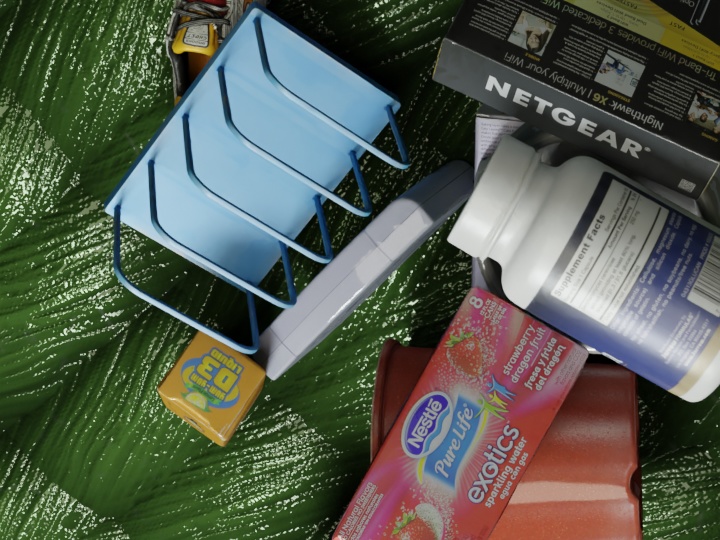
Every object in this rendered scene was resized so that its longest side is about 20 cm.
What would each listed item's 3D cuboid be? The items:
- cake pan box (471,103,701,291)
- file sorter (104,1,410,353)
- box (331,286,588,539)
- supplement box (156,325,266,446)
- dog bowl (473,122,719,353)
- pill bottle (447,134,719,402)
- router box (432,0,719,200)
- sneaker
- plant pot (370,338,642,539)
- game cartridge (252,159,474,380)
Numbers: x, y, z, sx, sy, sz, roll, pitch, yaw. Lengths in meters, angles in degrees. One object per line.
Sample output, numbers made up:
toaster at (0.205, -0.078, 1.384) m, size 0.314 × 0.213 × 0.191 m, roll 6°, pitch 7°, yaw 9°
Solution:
cake pan box at (0.183, -0.032, 1.203) m, size 0.199 × 0.052 × 0.185 m, roll 5°, pitch 118°, yaw 16°
file sorter at (-0.075, -0.061, 1.171) m, size 0.138 × 0.123 × 0.200 m, roll 30°, pitch 112°, yaw -25°
box at (0.069, 0.120, 1.109) m, size 0.095 × 0.100 × 0.201 m, roll 29°, pitch 87°, yaw 5°
supplement box at (-0.118, 0.096, 1.282) m, size 0.066 × 0.200 × 0.069 m, roll 35°, pitch 83°, yaw 0°
dog bowl at (0.171, -0.030, 1.146) m, size 0.199 × 0.059 × 0.201 m, roll 7°, pitch 117°, yaw 14°
pill bottle at (0.163, -0.007, 1.063) m, size 0.199 × 0.111 × 0.111 m, roll 30°, pitch 120°, yaw 2°
router box at (0.170, -0.159, 1.083) m, size 0.199 × 0.158 × 0.052 m, roll 26°, pitch 153°, yaw 6°
sneaker at (-0.104, -0.197, 1.200) m, size 0.077 × 0.082 × 0.201 m, roll 9°, pitch 117°, yaw 14°
plant pot at (0.120, 0.150, 1.239) m, size 0.194 × 0.201 × 0.202 m, roll -2°, pitch 114°, yaw 11°
game cartridge at (0.000, 0.000, 1.230) m, size 0.040 × 0.133 × 0.200 m, roll 45°, pitch 119°, yaw 0°
